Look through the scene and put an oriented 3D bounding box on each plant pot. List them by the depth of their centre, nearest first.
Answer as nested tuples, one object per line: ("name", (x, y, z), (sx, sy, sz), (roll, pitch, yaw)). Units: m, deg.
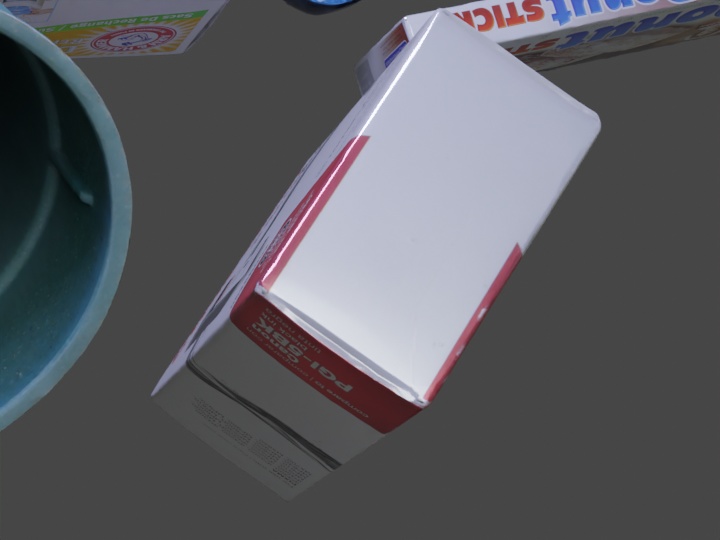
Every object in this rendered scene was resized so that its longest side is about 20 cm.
("plant pot", (-0.204, -0.058, 0.871), (0.200, 0.200, 0.196), (-6, 35, -21))

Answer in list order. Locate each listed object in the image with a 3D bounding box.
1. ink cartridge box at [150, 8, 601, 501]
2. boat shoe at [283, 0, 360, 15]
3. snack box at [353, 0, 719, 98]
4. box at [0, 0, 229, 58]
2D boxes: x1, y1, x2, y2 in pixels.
("ink cartridge box", (0.000, 0.000, 1.011), (0.083, 0.200, 0.147), (35, 67, -5))
("boat shoe", (0.021, -0.192, 1.140), (0.084, 0.069, 0.200), (45, 67, -13))
("snack box", (0.100, -0.115, 1.144), (0.200, 0.072, 0.024), (-13, 80, -22))
("box", (-0.161, -0.155, 1.044), (0.200, 0.101, 0.113), (-5, 78, -21))
